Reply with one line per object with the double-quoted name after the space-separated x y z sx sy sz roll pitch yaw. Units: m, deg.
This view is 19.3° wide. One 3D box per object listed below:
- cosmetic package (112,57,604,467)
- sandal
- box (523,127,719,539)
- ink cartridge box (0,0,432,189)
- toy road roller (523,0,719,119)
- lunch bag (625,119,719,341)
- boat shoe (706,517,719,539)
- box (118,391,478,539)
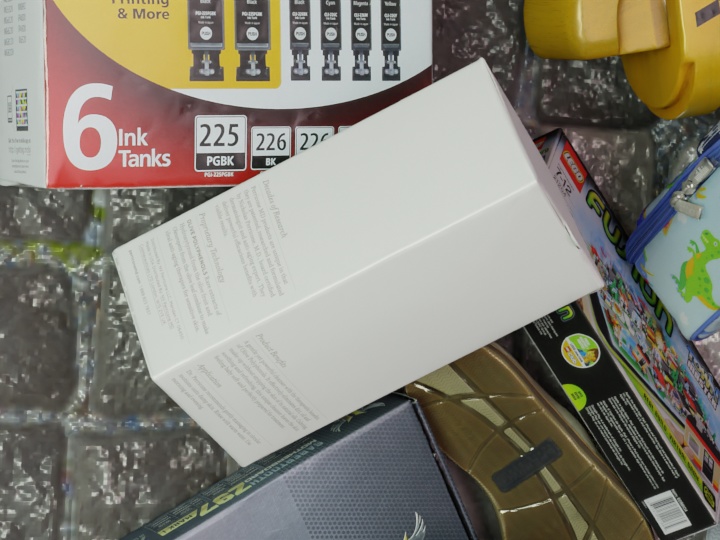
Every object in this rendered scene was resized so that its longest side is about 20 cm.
0.000 0.000 1.001 0.200 0.085 0.108 -27 144 7 "cosmetic package"
0.094 0.106 1.134 0.080 0.054 0.200 -31 108 17 "sandal"
0.133 0.034 1.125 0.200 0.035 0.110 56 28 -18 "box"
-0.071 -0.128 1.024 0.199 0.084 0.176 -3 94 -25 "ink cartridge box"
0.160 -0.180 1.115 0.146 0.123 0.201 -10 99 -13 "toy road roller"
0.244 -0.046 1.128 0.200 0.161 0.083 -23 71 -34 "lunch bag"
0.258 0.098 1.216 0.200 0.073 0.067 -55 142 -15 "boat shoe"
-0.031 0.176 1.081 0.200 0.051 0.158 -29 105 -22 "box"
